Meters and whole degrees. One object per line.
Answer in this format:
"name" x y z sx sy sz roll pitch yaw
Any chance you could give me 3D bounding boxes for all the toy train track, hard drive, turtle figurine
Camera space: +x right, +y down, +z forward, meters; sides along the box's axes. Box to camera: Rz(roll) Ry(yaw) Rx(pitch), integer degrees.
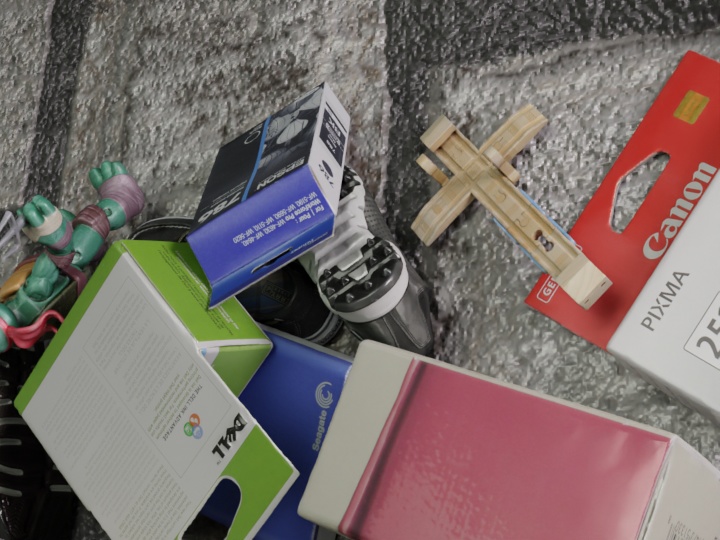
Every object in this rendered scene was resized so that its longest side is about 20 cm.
"toy train track" 0.089 -0.046 0.912 0.115 0.032 0.200 -46 45 7
"hard drive" -0.090 0.097 0.955 0.199 0.025 0.133 18 100 35
"turtle figurine" -0.233 0.001 1.006 0.149 0.101 0.200 -22 15 31

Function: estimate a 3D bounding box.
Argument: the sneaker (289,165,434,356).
"sneaker" 0.000 0.000 0.942 0.066 0.091 0.200 -33 30 2

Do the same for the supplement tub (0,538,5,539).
"supplement tub" -0.233 0.242 0.892 0.143 0.200 0.146 -13 63 26

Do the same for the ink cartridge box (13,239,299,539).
"ink cartridge box" -0.113 0.101 0.910 0.200 0.075 0.148 48 116 25

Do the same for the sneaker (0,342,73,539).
"sneaker" -0.276 0.132 1.059 0.115 0.075 0.202 -33 55 33

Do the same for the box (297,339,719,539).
"box" 0.088 0.129 0.797 0.199 0.128 0.110 15 78 35

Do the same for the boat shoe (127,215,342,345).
"boat shoe" -0.102 0.001 1.003 0.199 0.066 0.070 25 83 36

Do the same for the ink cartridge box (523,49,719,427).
"ink cartridge box" 0.207 -0.029 0.847 0.176 0.045 0.201 32 87 35

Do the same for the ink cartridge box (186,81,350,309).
"ink cartridge box" -0.059 -0.056 0.955 0.099 0.039 0.200 -30 23 15
